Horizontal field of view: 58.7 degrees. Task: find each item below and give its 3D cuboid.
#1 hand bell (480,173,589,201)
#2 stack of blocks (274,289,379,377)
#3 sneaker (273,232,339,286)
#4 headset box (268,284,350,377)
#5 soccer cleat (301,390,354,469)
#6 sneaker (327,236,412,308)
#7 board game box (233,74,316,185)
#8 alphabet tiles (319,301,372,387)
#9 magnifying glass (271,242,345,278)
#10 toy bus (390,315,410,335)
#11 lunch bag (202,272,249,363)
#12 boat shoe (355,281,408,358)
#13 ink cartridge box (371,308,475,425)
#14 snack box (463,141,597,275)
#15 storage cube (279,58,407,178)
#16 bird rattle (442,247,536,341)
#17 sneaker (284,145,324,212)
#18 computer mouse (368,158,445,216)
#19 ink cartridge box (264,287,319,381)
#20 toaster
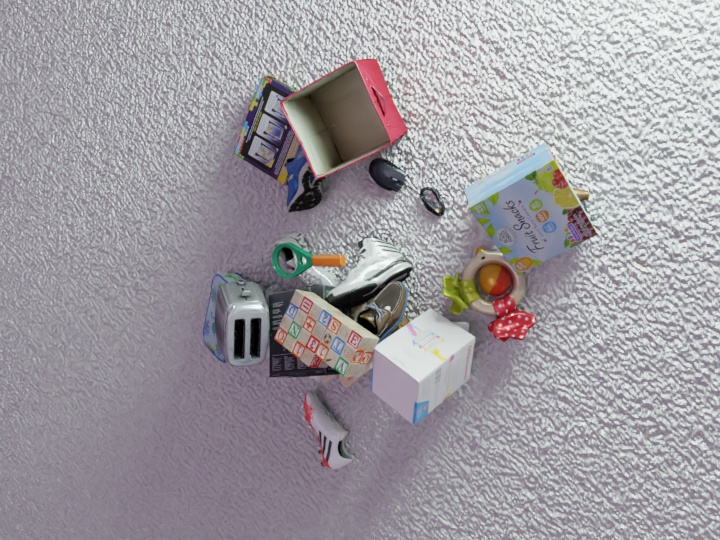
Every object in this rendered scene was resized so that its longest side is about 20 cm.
[{"bbox_3d":[0.333,-0.138,1.229,0.198,0.104,0.105,0,98,15],"label":"hand bell"},{"bbox_3d":[-0.071,0.136,1.280,0.199,0.058,0.116,31,100,36],"label":"stack of blocks"},{"bbox_3d":[-0.127,0.000,1.485,0.200,0.081,0.075,47,114,12],"label":"sneaker"},{"bbox_3d":[-0.112,0.131,1.412,0.173,0.092,0.202,-12,75,38],"label":"headset box"},{"bbox_3d":[-0.076,0.376,1.529,0.085,0.069,0.201,-17,93,20],"label":"soccer cleat"},{"bbox_3d":[0.000,0.000,1.379,0.116,0.199,0.076,57,158,24],"label":"sneaker"},{"bbox_3d":[-0.187,-0.324,1.477,0.165,0.057,0.201,33,111,17],"label":"board game box"},{"bbox_3d":[-0.039,0.151,1.419,0.195,0.015,0.201,-43,58,27],"label":"alphabet tiles"},{"bbox_3d":[-0.117,-0.022,1.409,0.199,0.022,0.080,1,100,37],"label":"magnifying glass"},{"bbox_3d":[0.028,0.164,1.428,0.200,0.078,0.065,-43,78,26],"label":"toy bus"},{"bbox_3d":[-0.321,0.113,1.585,0.160,0.082,0.202,29,111,45],"label":"lunch bag"},{"bbox_3d":[0.032,0.105,1.319,0.072,0.072,0.201,25,79,26],"label":"boat shoe"},{"bbox_3d":[0.135,0.185,1.303,0.125,0.199,0.129,33,137,34],"label":"ink cartridge box"},{"bbox_3d":[0.311,-0.107,1.171,0.168,0.068,0.200,-28,125,21],"label":"snack box"},{"bbox_3d":[-0.025,-0.310,1.296,0.199,0.180,0.172,-22,102,21],"label":"storage cube"},{"bbox_3d":[0.263,0.044,1.278,0.199,0.113,0.164,25,92,19],"label":"bird rattle"},{"bbox_3d":[-0.127,-0.206,1.433,0.090,0.078,0.200,66,150,24],"label":"sneaker"},{"bbox_3d":[0.096,-0.177,1.364,0.199,0.034,0.059,34,111,19],"label":"computer mouse"},{"bbox_3d":[-0.157,0.152,1.549,0.199,0.050,0.163,22,107,16],"label":"ink cartridge box"},{"bbox_3d":[-0.267,0.129,1.444,0.129,0.113,0.202,-134,47,-63],"label":"toaster"}]
